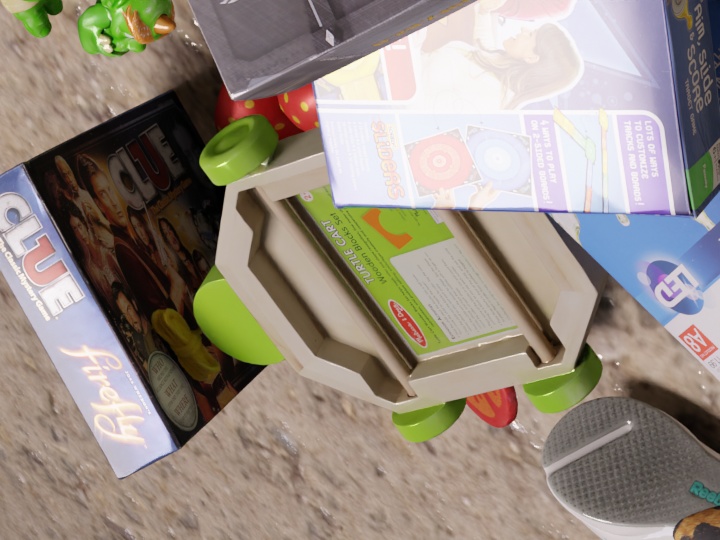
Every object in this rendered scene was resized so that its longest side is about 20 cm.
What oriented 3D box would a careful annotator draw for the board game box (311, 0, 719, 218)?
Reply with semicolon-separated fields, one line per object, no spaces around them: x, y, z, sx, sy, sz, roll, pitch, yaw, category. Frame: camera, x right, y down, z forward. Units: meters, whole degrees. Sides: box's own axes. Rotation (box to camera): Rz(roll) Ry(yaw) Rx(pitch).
0.040;-0.116;0.768;0.135;0.034;0.201;3;115;28;board game box

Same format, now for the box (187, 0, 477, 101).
-0.007;-0.172;0.703;0.158;0.048;0.201;-25;89;28;box

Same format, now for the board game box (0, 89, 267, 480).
-0.095;-0.001;1.069;0.035;0.200;0.136;-28;96;19;board game box

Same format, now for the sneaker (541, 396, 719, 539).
0.170;0.120;1.000;0.200;0.071;0.080;30;165;35;sneaker

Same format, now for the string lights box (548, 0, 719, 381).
0.095;-0.063;0.842;0.200;0.059;0.103;45;150;4;string lights box

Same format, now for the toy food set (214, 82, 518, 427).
0.013;-0.018;1.042;0.200;0.049;0.198;21;145;40;toy food set

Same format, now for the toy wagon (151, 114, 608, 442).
0.000;0.000;0.955;0.200;0.040;0.155;-16;121;38;toy wagon

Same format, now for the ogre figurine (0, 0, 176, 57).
-0.129;-0.133;0.958;0.120;0.200;0.099;-6;84;37;ogre figurine

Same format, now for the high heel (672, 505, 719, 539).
0.196;0.080;0.872;0.199;0.072;0.143;7;143;30;high heel
